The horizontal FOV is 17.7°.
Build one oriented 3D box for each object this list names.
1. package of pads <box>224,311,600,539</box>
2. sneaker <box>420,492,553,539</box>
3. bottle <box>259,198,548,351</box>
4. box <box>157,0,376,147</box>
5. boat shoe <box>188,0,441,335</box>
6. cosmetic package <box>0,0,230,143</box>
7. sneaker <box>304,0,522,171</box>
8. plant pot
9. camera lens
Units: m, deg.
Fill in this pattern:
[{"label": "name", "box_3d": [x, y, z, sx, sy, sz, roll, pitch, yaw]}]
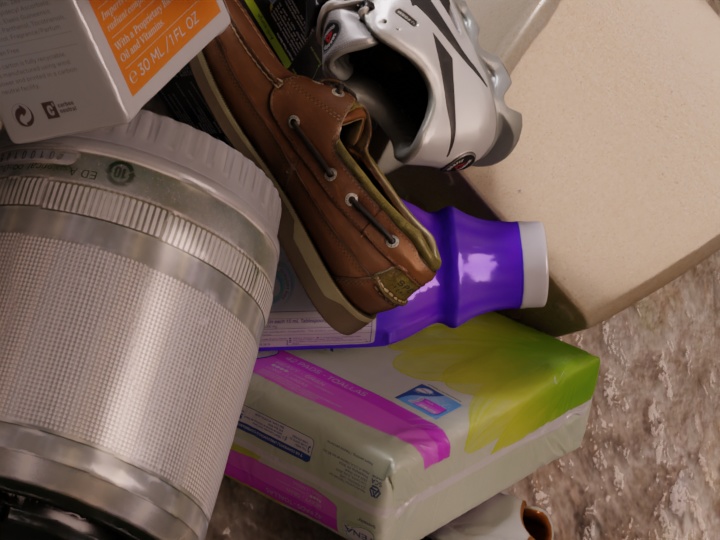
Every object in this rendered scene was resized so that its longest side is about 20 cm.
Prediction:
[{"label": "package of pads", "box_3d": [0.015, 0.075, 1.289, 0.200, 0.154, 0.068, -22, 126, -48]}, {"label": "sneaker", "box_3d": [0.057, 0.152, 1.304, 0.084, 0.200, 0.073, -5, 108, -19]}, {"label": "bottle", "box_3d": [0.000, 0.000, 1.247, 0.065, 0.199, 0.084, 95, -7, -65]}, {"label": "box", "box_3d": [-0.049, -0.153, 1.309, 0.193, 0.047, 0.200, -57, 129, -33]}, {"label": "boat shoe", "box_3d": [-0.024, -0.068, 1.193, 0.200, 0.068, 0.072, 60, 17, 8]}, {"label": "cosmetic package", "box_3d": [-0.142, -0.168, 1.009, 0.101, 0.071, 0.200, -52, 126, -47]}, {"label": "sneaker", "box_3d": [0.006, -0.141, 1.233, 0.088, 0.074, 0.200, -14, 66, -48]}, {"label": "plant pot", "box_3d": [0.114, -0.064, 1.370, 0.200, 0.200, 0.177, 48, 67, -10]}, {"label": "camera lens", "box_3d": [-0.132, 0.039, 1.104, 0.160, 0.160, 0.201, 37, 60, -43]}]
